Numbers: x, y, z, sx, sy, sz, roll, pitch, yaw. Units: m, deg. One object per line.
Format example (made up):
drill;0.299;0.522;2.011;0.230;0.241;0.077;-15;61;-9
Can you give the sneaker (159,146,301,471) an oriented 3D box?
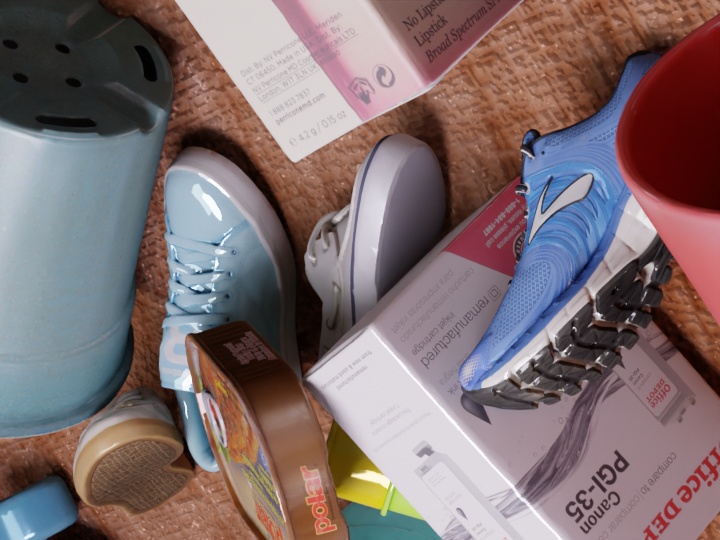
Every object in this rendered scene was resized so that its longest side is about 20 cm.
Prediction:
sneaker;-0.082;0.029;1.609;0.074;0.082;0.200;6;126;30

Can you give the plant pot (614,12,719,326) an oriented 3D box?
plant pot;0.236;-0.017;1.264;0.200;0.201;0.178;2;132;37

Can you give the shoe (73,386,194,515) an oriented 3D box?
shoe;-0.142;0.105;1.677;0.053;0.070;0.200;60;175;12

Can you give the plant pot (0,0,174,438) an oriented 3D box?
plant pot;-0.200;-0.046;1.581;0.200;0.200;0.196;32;128;15

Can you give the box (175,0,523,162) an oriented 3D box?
box;-0.025;-0.178;1.377;0.109;0.128;0.200;-26;103;46

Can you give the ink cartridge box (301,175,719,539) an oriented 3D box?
ink cartridge box;0.093;0.075;1.459;0.200;0.147;0.083;48;144;-2

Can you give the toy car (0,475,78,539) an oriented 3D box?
toy car;-0.238;0.252;1.882;0.185;0.177;0.200;64;165;-1

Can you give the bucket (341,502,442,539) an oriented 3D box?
bucket;0.021;0.245;1.653;0.207;0.135;0.207;19;130;24

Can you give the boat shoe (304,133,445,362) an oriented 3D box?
boat shoe;0.000;0.000;1.538;0.070;0.071;0.200;25;142;22

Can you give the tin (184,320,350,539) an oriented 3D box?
tin;-0.050;0.094;1.505;0.200;0.042;0.112;-139;37;-69

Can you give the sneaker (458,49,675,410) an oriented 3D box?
sneaker;0.109;-0.020;1.385;0.089;0.200;0.079;37;-178;29

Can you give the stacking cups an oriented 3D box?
stacking cups;0.074;0.127;1.538;0.200;0.061;0.061;19;134;2
